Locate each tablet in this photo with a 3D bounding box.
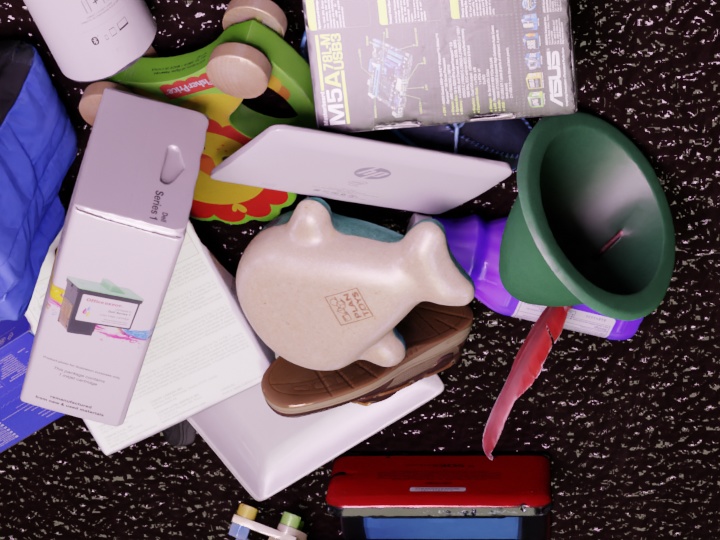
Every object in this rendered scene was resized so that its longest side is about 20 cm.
[{"bbox_3d":[0.000,-0.073,1.541,0.198,0.014,0.130,7,163,-25],"label":"tablet"}]

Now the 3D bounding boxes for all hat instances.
[{"bbox_3d":[0.128,-0.003,1.601,0.165,0.201,0.176,40,137,-18],"label":"hat"}]

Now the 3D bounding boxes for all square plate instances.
[{"bbox_3d":[-0.058,0.084,1.757,0.199,0.029,0.199,-32,124,8],"label":"square plate"}]

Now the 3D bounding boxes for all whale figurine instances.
[{"bbox_3d":[0.000,0.000,1.612,0.199,0.104,0.160,-15,117,33],"label":"whale figurine"}]

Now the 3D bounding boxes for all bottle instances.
[{"bbox_3d":[0.133,-0.001,1.655,0.198,0.084,0.066,12,134,-9],"label":"bottle"}]

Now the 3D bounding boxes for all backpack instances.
[{"bbox_3d":[-0.305,-0.067,1.550,0.161,0.201,0.168,-3,138,18],"label":"backpack"}]

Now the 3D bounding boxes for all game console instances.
[{"bbox_3d":[0.074,0.229,1.855,0.198,0.172,0.120,-1,106,5],"label":"game console"}]

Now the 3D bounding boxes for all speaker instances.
[{"bbox_3d":[-0.220,-0.236,1.467,0.080,0.082,0.201,-13,131,15],"label":"speaker"}]

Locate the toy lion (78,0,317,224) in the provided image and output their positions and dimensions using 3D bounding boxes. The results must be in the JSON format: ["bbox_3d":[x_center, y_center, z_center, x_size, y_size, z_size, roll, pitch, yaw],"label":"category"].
[{"bbox_3d":[-0.105,-0.108,1.576,0.199,0.069,0.192,-12,138,33],"label":"toy lion"}]

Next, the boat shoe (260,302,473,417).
[{"bbox_3d":[0.007,0.085,1.702,0.199,0.072,0.072,-25,140,-29],"label":"boat shoe"}]

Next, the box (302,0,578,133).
[{"bbox_3d":[0.053,-0.203,1.456,0.191,0.048,0.202,-4,110,9],"label":"box"}]

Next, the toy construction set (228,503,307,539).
[{"bbox_3d":[-0.024,0.284,1.884,0.199,0.093,0.131,31,174,25],"label":"toy construction set"}]

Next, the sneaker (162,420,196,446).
[{"bbox_3d":[-0.208,0.082,1.753,0.103,0.060,0.201,-20,127,-15],"label":"sneaker"}]

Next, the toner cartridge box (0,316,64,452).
[{"bbox_3d":[-0.325,0.108,1.817,0.199,0.043,0.095,-30,126,28],"label":"toner cartridge box"}]

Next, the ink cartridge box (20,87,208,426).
[{"bbox_3d":[-0.182,-0.010,1.511,0.083,0.145,0.201,15,131,-9],"label":"ink cartridge box"}]

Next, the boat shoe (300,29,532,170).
[{"bbox_3d":[0.050,-0.135,1.537,0.199,0.085,0.069,23,142,-20],"label":"boat shoe"}]

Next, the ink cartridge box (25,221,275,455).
[{"bbox_3d":[-0.181,0.032,1.664,0.161,0.057,0.201,-25,109,6],"label":"ink cartridge box"}]
